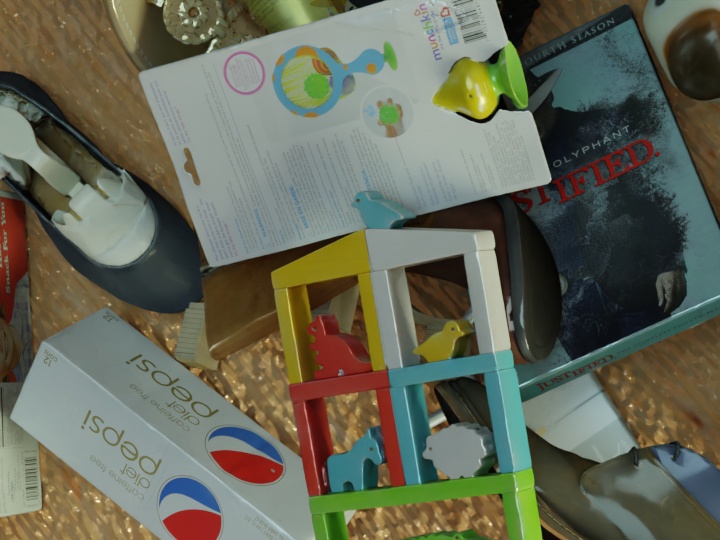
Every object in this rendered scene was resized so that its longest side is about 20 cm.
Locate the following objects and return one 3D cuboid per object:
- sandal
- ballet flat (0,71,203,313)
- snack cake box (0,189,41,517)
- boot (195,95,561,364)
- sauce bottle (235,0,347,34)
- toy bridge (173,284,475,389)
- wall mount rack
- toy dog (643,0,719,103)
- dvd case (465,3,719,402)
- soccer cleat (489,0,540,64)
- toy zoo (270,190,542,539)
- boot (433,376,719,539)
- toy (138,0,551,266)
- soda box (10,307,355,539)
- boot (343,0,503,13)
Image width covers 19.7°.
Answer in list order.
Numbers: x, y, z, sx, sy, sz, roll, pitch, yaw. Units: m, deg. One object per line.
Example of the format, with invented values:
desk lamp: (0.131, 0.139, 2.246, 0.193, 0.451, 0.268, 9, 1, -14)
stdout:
sandal: (-0.065, -0.114, 1.153, 0.069, 0.212, 0.078, 11, 63, 28)
ballet flat: (-0.174, -0.049, 1.250, 0.200, 0.073, 0.073, 44, 99, 13)
snack cake box: (-0.248, 0.050, 1.243, 0.067, 0.115, 0.201, -5, 86, 15)
boot: (0.000, 0.000, 1.132, 0.199, 0.068, 0.189, -23, 59, 14)
sauce bottle: (-0.051, -0.183, 1.223, 0.065, 0.065, 0.201, -30, 81, 13)
toy bridge: (-0.018, 0.029, 1.192, 0.199, 0.027, 0.068, 2, 72, 36)
wall mount rack: (0.090, 0.115, 1.163, 0.173, 0.075, 0.200, -36, 78, 11)
toy dog: (0.250, -0.158, 1.114, 0.199, 0.140, 0.195, -16, 114, 14)
dvd case: (0.116, -0.039, 1.151, 0.146, 0.022, 0.201, -25, 56, 14)
soccer cleat: (0.069, -0.205, 1.195, 0.073, 0.068, 0.201, 12, 89, 36)
toy zoo: (0.021, 0.058, 1.075, 0.131, 0.020, 0.201, -11, 87, 34)
boot: (0.132, 0.111, 1.093, 0.097, 0.075, 0.200, -42, 84, -6)
toy: (-0.005, -0.082, 1.102, 0.199, 0.047, 0.116, -13, 107, 23)
soda box: (-0.104, 0.111, 1.215, 0.200, 0.068, 0.064, 36, 121, 15)
boot: (0.083, -0.161, 1.103, 0.203, 0.073, 0.154, 22, 106, 24)
